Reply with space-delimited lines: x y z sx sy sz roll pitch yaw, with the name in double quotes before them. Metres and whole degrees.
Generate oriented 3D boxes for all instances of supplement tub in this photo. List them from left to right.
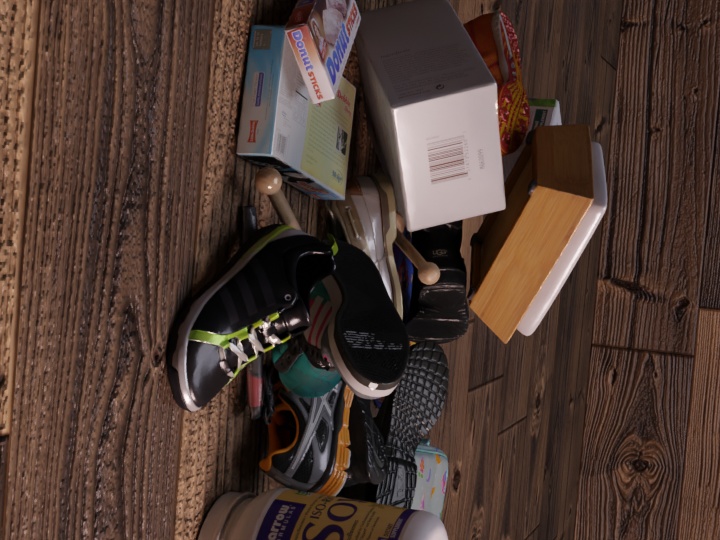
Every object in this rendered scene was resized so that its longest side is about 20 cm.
"supplement tub" -0.033 0.270 1.142 0.145 0.199 0.146 6 90 -72

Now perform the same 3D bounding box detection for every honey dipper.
"honey dipper" -0.062 -0.035 1.189 0.200 0.038 0.038 63 37 -60
"honey dipper" 0.045 -0.027 1.377 0.200 0.038 0.038 -124 -151 -63

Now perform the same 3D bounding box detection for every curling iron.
"curling iron" -0.097 0.041 1.165 0.050 0.025 0.201 -96 -178 -76

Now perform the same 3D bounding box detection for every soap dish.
"soap dish" 0.183 -0.045 1.379 0.158 0.081 0.200 -79 -167 -55

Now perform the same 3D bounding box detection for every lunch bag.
"lunch bag" 0.044 0.278 1.566 0.200 0.077 0.161 31 65 -70

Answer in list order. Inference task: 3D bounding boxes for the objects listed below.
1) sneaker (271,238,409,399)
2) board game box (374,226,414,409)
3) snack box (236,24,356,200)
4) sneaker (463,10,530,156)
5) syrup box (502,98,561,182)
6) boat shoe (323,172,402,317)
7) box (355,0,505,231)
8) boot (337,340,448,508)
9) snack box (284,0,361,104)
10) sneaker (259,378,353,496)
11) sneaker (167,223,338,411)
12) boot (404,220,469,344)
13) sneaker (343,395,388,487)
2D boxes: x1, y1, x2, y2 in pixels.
"sneaker" -0.024 0.074 1.141 0.200 0.083 0.121 -106 -144 -55
"board game box" 0.038 0.059 1.530 0.200 0.045 0.135 70 31 -52
"snack box" -0.055 -0.141 1.207 0.200 0.037 0.117 26 69 -70
"sneaker" 0.141 -0.199 1.439 0.073 0.077 0.201 46 33 -42
"syrup box" 0.126 -0.145 1.488 0.082 0.199 0.079 71 31 -52
"boat shoe" 0.000 0.000 1.361 0.075 0.068 0.201 -156 -121 -68
"box" 0.068 -0.165 1.334 0.200 0.106 0.153 -108 -174 -51
"boot" 0.013 0.167 1.379 0.068 0.130 0.201 29 71 -33
"snack box" -0.032 -0.225 1.189 0.200 0.024 0.072 -77 150 -58
"sneaker" -0.052 0.118 1.235 0.077 0.078 0.201 22 48 -28
"sneaker" -0.084 0.034 1.075 0.200 0.083 0.072 -58 147 -31
"boot" 0.085 -0.023 1.467 0.198 0.073 0.163 92 -3 -64
"sneaker" -0.030 0.133 1.314 0.201 0.090 0.076 -96 163 -44
